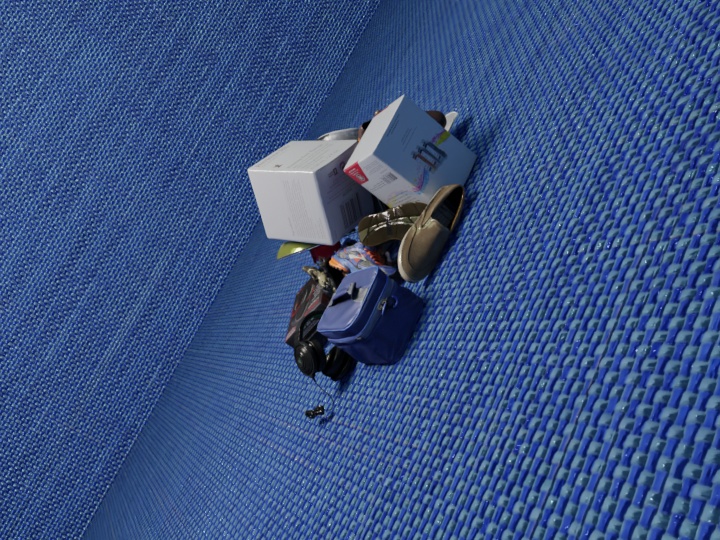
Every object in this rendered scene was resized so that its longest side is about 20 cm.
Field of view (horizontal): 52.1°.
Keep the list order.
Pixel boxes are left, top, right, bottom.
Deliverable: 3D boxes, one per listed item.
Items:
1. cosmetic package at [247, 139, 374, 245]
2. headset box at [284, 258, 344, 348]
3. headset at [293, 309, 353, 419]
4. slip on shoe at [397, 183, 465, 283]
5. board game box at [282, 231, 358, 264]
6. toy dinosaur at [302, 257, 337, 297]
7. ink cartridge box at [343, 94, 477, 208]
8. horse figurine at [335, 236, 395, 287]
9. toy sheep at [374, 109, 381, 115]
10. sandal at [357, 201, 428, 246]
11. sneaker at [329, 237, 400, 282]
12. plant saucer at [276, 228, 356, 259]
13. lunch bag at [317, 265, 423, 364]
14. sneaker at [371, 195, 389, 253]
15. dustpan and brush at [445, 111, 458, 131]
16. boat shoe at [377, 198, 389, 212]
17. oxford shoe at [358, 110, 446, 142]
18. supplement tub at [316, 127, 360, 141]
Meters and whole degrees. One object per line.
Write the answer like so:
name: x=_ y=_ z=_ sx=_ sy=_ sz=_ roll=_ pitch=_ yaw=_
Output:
cosmetic package: x=-0.105 y=-0.172 z=1.589 sx=0.196 sy=0.170 sz=0.167 roll=7 pitch=34 yaw=36
headset box: x=-0.096 y=0.090 z=1.697 sx=0.149 sy=0.074 sz=0.202 roll=-46 pitch=20 yaw=30
headset: x=-0.078 y=0.180 z=1.429 sx=0.094 sy=0.121 sz=0.205 roll=-36 pitch=47 yaw=51
slip on shoe: x=0.133 y=-0.071 z=1.332 sx=0.202 sy=0.075 sz=0.060 roll=-56 pitch=9 yaw=-18
board game box: x=-0.075 y=-0.042 z=1.645 sx=0.155 sy=0.040 sz=0.199 roll=-18 pitch=4 yaw=36
toy dinosaur: x=-0.068 y=0.032 z=1.564 sx=0.047 sy=0.089 sz=0.201 roll=-31 pitch=52 yaw=-9
ink cartridge box: x=0.099 y=-0.208 z=1.449 sx=0.147 sy=0.198 sz=0.145 roll=-60 pitch=18 yaw=-19
horse figurine: x=0.000 y=0.000 z=1.588 sx=0.199 sy=0.049 sz=0.135 roll=-40 pitch=51 yaw=30
toy sheep: x=0.058 y=-0.282 z=1.659 sx=0.138 sy=0.137 sz=0.201 roll=-41 pitch=12 yaw=43
sandal: x=0.082 y=-0.084 z=1.444 sx=0.196 sy=0.054 sz=0.084 roll=-11 pitch=86 yaw=39
sneaker: x=0.011 y=-0.020 z=1.496 sx=0.198 sy=0.075 sz=0.080 roll=21 pitch=87 yaw=46
plant saucer: x=-0.105 y=-0.072 z=1.687 sx=0.195 sy=0.032 sz=0.200 roll=-20 pitch=2 yaw=1
lunch bag: x=0.011 y=0.078 z=1.315 sx=0.138 sy=0.131 sz=0.199 roll=-63 pitch=17 yaw=-19
sneaker: x=0.038 y=-0.114 z=1.650 sx=0.075 sy=0.083 sz=0.204 roll=-22 pitch=41 yaw=61
dustpan and brush: x=0.143 y=-0.266 z=1.653 sx=0.142 sy=0.056 sz=0.200 roll=-63 pitch=1 yaw=-23
boat shoe: x=0.063 y=-0.173 z=1.536 sx=0.071 sy=0.205 sz=0.062 roll=-13 pitch=16 yaw=5
oxford shoe: x=0.090 y=-0.302 z=1.549 sx=0.073 sy=0.195 sz=0.073 roll=85 pitch=167 yaw=-67
supplement tub: x=-0.030 y=-0.220 z=1.728 sx=0.122 sy=0.120 sz=0.206 roll=172 pitch=85 yaw=-68
